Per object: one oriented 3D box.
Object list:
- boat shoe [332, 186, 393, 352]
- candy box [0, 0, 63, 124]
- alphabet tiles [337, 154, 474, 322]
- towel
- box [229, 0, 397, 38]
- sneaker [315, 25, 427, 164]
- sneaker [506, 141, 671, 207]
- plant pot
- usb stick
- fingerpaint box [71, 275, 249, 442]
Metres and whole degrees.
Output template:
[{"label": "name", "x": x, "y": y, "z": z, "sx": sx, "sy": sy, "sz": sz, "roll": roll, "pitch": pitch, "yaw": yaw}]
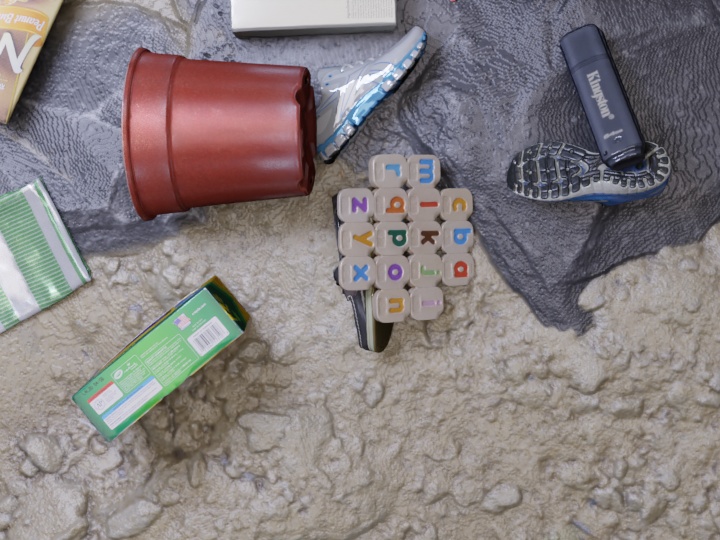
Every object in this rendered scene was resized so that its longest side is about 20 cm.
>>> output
[{"label": "boat shoe", "x": 0.000, "y": 0.000, "z": 1.644, "sx": 0.066, "sy": 0.072, "sz": 0.201, "roll": -1, "pitch": 97, "yaw": 23}, {"label": "candy box", "x": -0.434, "y": -0.288, "z": 1.605, "sx": 0.115, "sy": 0.055, "sz": 0.200, "roll": 24, "pitch": 89, "yaw": -15}, {"label": "alphabet tiles", "x": 0.055, "y": -0.039, "z": 1.621, "sx": 0.195, "sy": 0.015, "sz": 0.201, "roll": -3, "pitch": 93, "yaw": -33}, {"label": "towel", "x": -0.448, "y": -0.006, "z": 1.657, "sx": 0.200, "sy": 0.023, "sz": 0.153, "roll": -28, "pitch": 93, "yaw": 0}, {"label": "box", "x": -0.056, "y": -0.325, "z": 1.624, "sx": 0.199, "sy": 0.068, "sz": 0.082, "roll": -1, "pitch": 92, "yaw": 0}, {"label": "sneaker", "x": -0.003, "y": -0.229, "z": 1.630, "sx": 0.087, "sy": 0.075, "sz": 0.200, "roll": 43, "pitch": 91, "yaw": 3}, {"label": "sneaker", "x": 0.276, "y": -0.107, "z": 1.632, "sx": 0.200, "sy": 0.089, "sz": 0.079, "roll": 2, "pitch": 71, "yaw": 20}, {"label": "plant pot", "x": -0.154, "y": -0.159, "z": 1.554, "sx": 0.195, "sy": 0.201, "sz": 0.201, "roll": -1, "pitch": 93, "yaw": 6}, {"label": "usb stick", "x": 0.288, "y": -0.208, "z": 1.604, "sx": 0.055, "sy": 0.033, "sz": 0.200, "roll": -19, "pitch": 60, "yaw": 9}, {"label": "fingerpaint box", "x": -0.232, "y": 0.098, "z": 1.592, "sx": 0.200, "sy": 0.167, "sz": 0.073, "roll": -39, "pitch": 95, "yaw": 2}]
